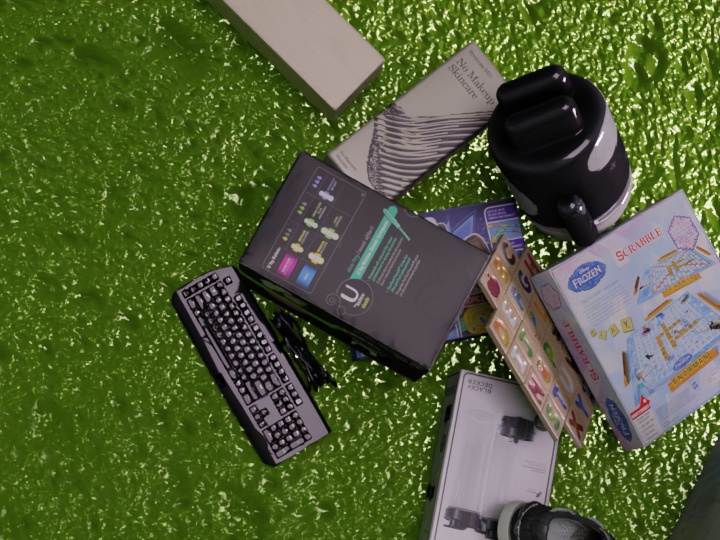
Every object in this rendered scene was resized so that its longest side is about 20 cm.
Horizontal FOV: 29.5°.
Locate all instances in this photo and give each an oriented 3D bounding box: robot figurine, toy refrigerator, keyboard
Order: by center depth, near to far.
[{"bbox_3d":[-0.097,0.084,1.347,0.104,0.040,0.201,-31,87,-13],"label":"keyboard"},{"bbox_3d":[0.197,-0.114,1.358,0.124,0.200,0.151,17,69,33],"label":"robot figurine"},{"bbox_3d":[-0.074,-0.252,1.397,0.200,0.070,0.076,44,83,0],"label":"toy refrigerator"}]

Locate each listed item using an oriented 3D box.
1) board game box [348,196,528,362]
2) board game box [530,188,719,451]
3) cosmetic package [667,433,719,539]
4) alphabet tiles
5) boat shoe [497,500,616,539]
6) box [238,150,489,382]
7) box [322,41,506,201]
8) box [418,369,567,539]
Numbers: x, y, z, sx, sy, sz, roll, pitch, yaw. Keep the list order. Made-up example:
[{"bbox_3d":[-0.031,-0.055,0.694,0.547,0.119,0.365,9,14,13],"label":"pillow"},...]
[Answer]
[{"bbox_3d":[0.075,0.008,1.392,0.199,0.034,0.136,-10,81,-12],"label":"board game box"},{"bbox_3d":[0.299,0.048,1.393,0.199,0.041,0.200,-28,90,-28],"label":"board game box"},{"bbox_3d":[0.404,0.248,1.324,0.122,0.199,0.201,30,76,-4],"label":"cosmetic package"},{"bbox_3d":[0.177,0.068,1.340,0.201,0.006,0.167,58,31,-14],"label":"alphabet tiles"},{"bbox_3d":[0.215,0.277,1.315,0.199,0.060,0.076,25,72,-38],"label":"boat shoe"},{"bbox_3d":[0.000,0.000,1.285,0.199,0.149,0.125,29,81,2],"label":"box"},{"bbox_3d":[0.059,-0.140,1.399,0.200,0.068,0.082,-40,88,-14],"label":"box"},{"bbox_3d":[0.127,0.209,1.353,0.116,0.060,0.201,12,78,-8],"label":"box"}]
